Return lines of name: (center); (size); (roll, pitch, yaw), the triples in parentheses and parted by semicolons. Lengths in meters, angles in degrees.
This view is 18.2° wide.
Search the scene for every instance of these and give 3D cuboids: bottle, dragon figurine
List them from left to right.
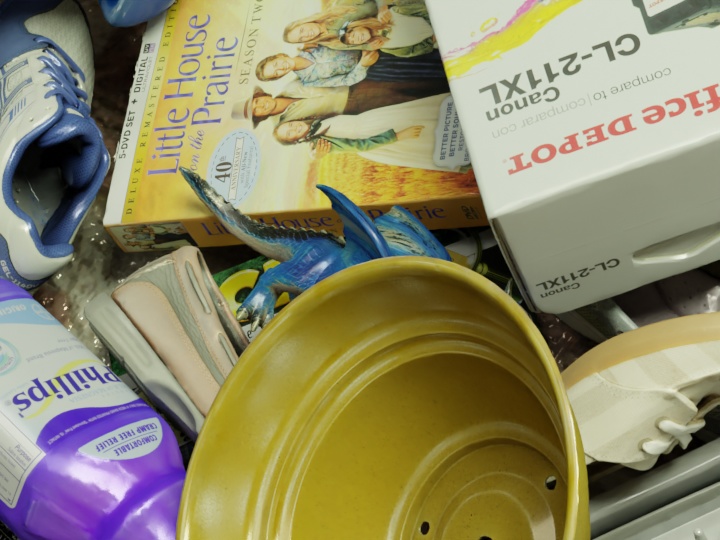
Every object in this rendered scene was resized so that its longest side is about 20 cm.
bottle: (-0.123, 0.084, 0.976); (0.200, 0.065, 0.084); (41, 35, 24)
dragon figurine: (0.000, 0.000, 0.982); (0.099, 0.059, 0.200); (-51, 50, 22)

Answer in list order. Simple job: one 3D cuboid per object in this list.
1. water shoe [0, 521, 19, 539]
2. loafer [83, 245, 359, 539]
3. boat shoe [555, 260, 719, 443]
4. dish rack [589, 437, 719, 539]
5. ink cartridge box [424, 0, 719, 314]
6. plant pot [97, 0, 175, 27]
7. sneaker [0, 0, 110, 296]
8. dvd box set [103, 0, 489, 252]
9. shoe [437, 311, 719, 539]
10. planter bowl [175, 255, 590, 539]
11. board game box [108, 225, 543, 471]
water shoe: (-0.194, 0.111, 1.027); (0.200, 0.079, 0.072); (9, 61, 27)
loafer: (-0.042, 0.066, 0.983); (0.063, 0.072, 0.200); (-41, 65, -8)
boat shoe: (0.143, 0.016, 0.964); (0.074, 0.065, 0.202); (-44, 52, -11)
dish rack: (0.123, 0.164, 0.881); (0.200, 0.044, 0.172); (-26, 50, 5)
ink cartridge box: (0.109, -0.101, 0.965); (0.146, 0.083, 0.200); (-20, 54, 8)
plant pot: (-0.148, -0.245, 1.102); (0.200, 0.180, 0.200); (-60, 26, 18)
sneaker: (-0.151, -0.064, 1.098); (0.088, 0.075, 0.200); (-22, 46, 37)
dvd box set: (-0.017, -0.083, 1.076); (0.200, 0.029, 0.146); (-3, 58, 22)
shoe: (0.099, 0.066, 0.918); (0.200, 0.070, 0.053); (-25, 69, 39)
planter bowl: (0.026, 0.101, 0.867); (0.200, 0.083, 0.201); (-17, 64, 38)
board game box: (-0.020, 0.031, 1.050); (0.200, 0.023, 0.105); (-22, 49, 6)
